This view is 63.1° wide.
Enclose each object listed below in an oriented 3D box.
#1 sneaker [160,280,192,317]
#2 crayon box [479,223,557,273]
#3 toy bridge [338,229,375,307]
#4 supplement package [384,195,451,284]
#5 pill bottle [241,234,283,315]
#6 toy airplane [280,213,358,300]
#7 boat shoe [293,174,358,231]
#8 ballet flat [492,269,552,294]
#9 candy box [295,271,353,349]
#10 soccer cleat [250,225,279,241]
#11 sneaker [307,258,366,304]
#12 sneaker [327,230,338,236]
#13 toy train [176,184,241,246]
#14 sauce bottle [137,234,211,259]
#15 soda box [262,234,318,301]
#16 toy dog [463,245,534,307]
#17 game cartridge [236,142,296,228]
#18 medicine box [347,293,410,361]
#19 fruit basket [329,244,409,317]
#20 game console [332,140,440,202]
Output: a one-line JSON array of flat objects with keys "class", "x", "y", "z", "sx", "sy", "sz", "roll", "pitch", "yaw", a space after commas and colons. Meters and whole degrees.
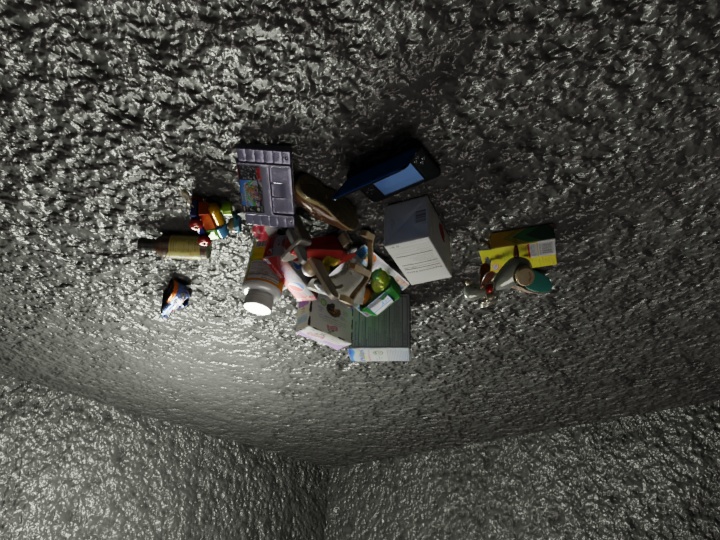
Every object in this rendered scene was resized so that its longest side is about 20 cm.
[{"class": "sneaker", "x": -0.593, "y": 0.103, "z": 1.883, "sx": 0.076, "sy": 0.077, "sz": 0.199, "roll": 14, "pitch": 149, "yaw": -25}, {"class": "crayon box", "x": 0.420, "y": -0.055, "z": 1.564, "sx": 0.194, "sy": 0.052, "sz": 0.128, "roll": -8, "pitch": 147, "yaw": 17}, {"class": "toy bridge", "x": 0.000, "y": 0.000, "z": 1.549, "sx": 0.027, "sy": 0.206, "sz": 0.066, "roll": 9, "pitch": 167, "yaw": 47}, {"class": "supplement package", "x": 0.149, "y": -0.072, "z": 1.485, "sx": 0.116, "sy": 0.125, "sz": 0.200, "roll": -11, "pitch": 147, "yaw": 21}, {"class": "pill bottle", "x": -0.253, "y": 0.010, "z": 1.564, "sx": 0.106, "sy": 0.205, "sz": 0.110, "roll": 7, "pitch": 153, "yaw": 4}, {"class": "toy airplane", "x": -0.115, "y": -0.035, "z": 1.448, "sx": 0.196, "sy": 0.202, "sz": 0.142, "roll": 30, "pitch": 131, "yaw": -9}, {"class": "boat shoe", "x": -0.090, "y": -0.157, "z": 1.419, "sx": 0.198, "sy": 0.074, "sz": 0.067, "roll": 32, "pitch": 144, "yaw": -30}, {"class": "ballet flat", "x": 0.458, "y": 0.025, "z": 1.697, "sx": 0.194, "sy": 0.070, "sz": 0.067, "roll": 16, "pitch": 167, "yaw": -11}, {"class": "candy box", "x": -0.101, "y": 0.108, "z": 1.725, "sx": 0.165, "sy": 0.205, "sz": 0.071, "roll": 27, "pitch": 142, "yaw": -35}, {"class": "soccer cleat", "x": -0.217, "y": -0.147, "z": 1.461, "sx": 0.075, "sy": 0.067, "sz": 0.201, "roll": -23, "pitch": 158, "yaw": -39}, {"class": "sneaker", "x": -0.056, "y": 0.016, "z": 1.566, "sx": 0.072, "sy": 0.119, "sz": 0.197, "roll": 13, "pitch": 178, "yaw": 43}, {"class": "sneaker", "x": -0.101, "y": -0.035, "z": 1.609, "sx": 0.196, "sy": 0.078, "sz": 0.076, "roll": -22, "pitch": 142, "yaw": 33}, {"class": "toy train", "x": -0.366, "y": -0.150, "z": 1.443, "sx": 0.112, "sy": 0.087, "sz": 0.202, "roll": -9, "pitch": 149, "yaw": -2}, {"class": "sauce bottle", "x": -0.507, "y": -0.066, "z": 1.604, "sx": 0.193, "sy": 0.066, "sz": 0.065, "roll": 3, "pitch": 150, "yaw": 1}, {"class": "soda box", "x": -0.175, "y": -0.004, "z": 1.533, "sx": 0.062, "sy": 0.072, "sz": 0.201, "roll": -7, "pitch": 141, "yaw": 23}, {"class": "toy dog", "x": 0.357, "y": 0.004, "z": 1.517, "sx": 0.196, "sy": 0.099, "sz": 0.132, "roll": -26, "pitch": -168, "yaw": -9}, {"class": "game cartridge", "x": -0.214, "y": -0.189, "z": 1.336, "sx": 0.125, "sy": 0.039, "sz": 0.204, "roll": 2, "pitch": 129, "yaw": 1}, {"class": "medicine box", "x": 0.061, "y": 0.181, "z": 1.852, "sx": 0.193, "sy": 0.187, "sz": 0.104, "roll": -1, "pitch": 150, "yaw": 7}, {"class": "fruit basket", "x": 0.016, "y": 0.041, "z": 1.691, "sx": 0.184, "sy": 0.095, "sz": 0.198, "roll": -38, "pitch": 125, "yaw": 24}, {"class": "game console", "x": 0.061, "y": -0.190, "z": 1.299, "sx": 0.196, "sy": 0.121, "sz": 0.170, "roll": -18, "pitch": 144, "yaw": 31}]
